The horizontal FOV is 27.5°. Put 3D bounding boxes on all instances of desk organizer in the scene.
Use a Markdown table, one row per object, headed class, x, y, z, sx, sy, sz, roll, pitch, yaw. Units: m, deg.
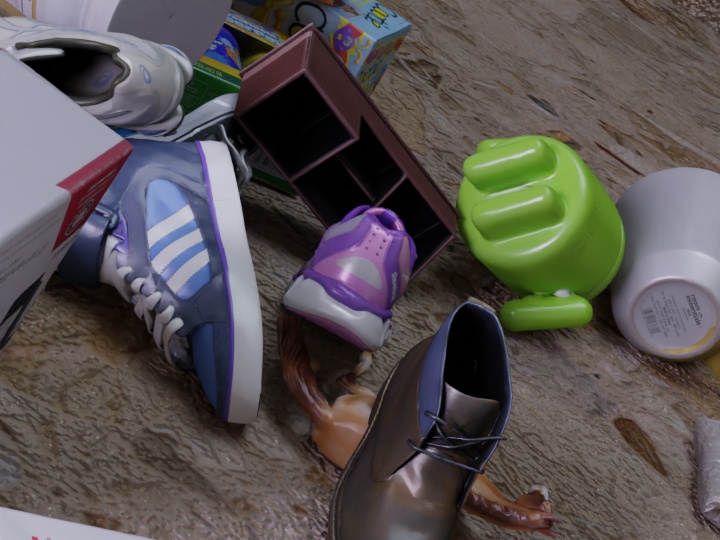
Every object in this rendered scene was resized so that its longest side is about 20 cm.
| class | x | y | z | sx | sy | sz | roll | pitch | yaw |
| --- | --- | --- | --- | --- | --- | --- | --- | --- | --- |
| desk organizer | -0.008 | -0.077 | 1.108 | 0.200 | 0.072 | 0.077 | 50 | 21 | -24 |

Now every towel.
| class | x | y | z | sx | sy | sz | roll | pitch | yaw |
| --- | --- | --- | --- | --- | --- | --- | --- | --- | --- |
| towel | 0.350 | 0.199 | 1.152 | 0.200 | 0.034 | 0.133 | 31 | 24 | -3 |

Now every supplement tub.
| class | x | y | z | sx | sy | sz | roll | pitch | yaw |
| --- | --- | --- | --- | --- | --- | --- | --- | --- | --- |
| supplement tub | -0.200 | -0.229 | 1.041 | 0.200 | 0.145 | 0.145 | 38 | 25 | 22 |

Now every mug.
| class | x | y | z | sx | sy | sz | roll | pitch | yaw |
| --- | --- | --- | --- | --- | --- | --- | --- | --- | --- |
| mug | 0.306 | 0.013 | 1.325 | 0.187 | 0.149 | 0.153 | 26 | 32 | 2 |

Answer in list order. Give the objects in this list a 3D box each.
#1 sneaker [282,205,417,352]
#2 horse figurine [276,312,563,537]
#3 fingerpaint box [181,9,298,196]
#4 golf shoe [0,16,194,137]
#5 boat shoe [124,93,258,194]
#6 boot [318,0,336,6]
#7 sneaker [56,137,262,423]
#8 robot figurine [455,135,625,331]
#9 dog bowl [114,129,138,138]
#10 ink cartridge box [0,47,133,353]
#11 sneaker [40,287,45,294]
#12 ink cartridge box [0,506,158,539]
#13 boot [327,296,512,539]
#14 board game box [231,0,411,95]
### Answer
| class | x | y | z | sx | sy | sz | roll | pitch | yaw |
| --- | --- | --- | --- | --- | --- | --- | --- | --- | --- |
| sneaker | 0.000 | 0.000 | 0.990 | 0.080 | 0.088 | 0.200 | 26 | 0 | -2 |
| horse figurine | 0.025 | 0.102 | 0.930 | 0.200 | 0.050 | 0.133 | 28 | 20 | -13 |
| fingerpaint box | -0.130 | -0.164 | 1.212 | 0.200 | 0.073 | 0.167 | 22 | 26 | -21 |
| golf shoe | -0.209 | -0.129 | 0.921 | 0.200 | 0.078 | 0.097 | 2 | -2 | 15 |
| boat shoe | -0.116 | -0.074 | 1.062 | 0.068 | 0.074 | 0.199 | 41 | 28 | 11 |
| boot | -0.088 | -0.270 | 1.267 | 0.155 | 0.077 | 0.200 | 39 | 37 | 5 |
| sneaker | -0.142 | 0.008 | 0.902 | 0.146 | 0.081 | 0.200 | -6 | 62 | -11 |
| robot figurine | 0.152 | -0.038 | 1.221 | 0.200 | 0.116 | 0.176 | 37 | 39 | -59 |
| dog bowl | -0.251 | -0.133 | 1.040 | 0.200 | 0.050 | 0.111 | 31 | 25 | -5 |
| ink cartridge box | -0.203 | 0.016 | 0.640 | 0.083 | 0.200 | 0.145 | 36 | 24 | -2 |
| sneaker | -0.236 | -0.033 | 0.849 | 0.146 | 0.077 | 0.202 | 64 | -4 | 1 |
| ink cartridge box | -0.072 | 0.191 | 0.604 | 0.200 | 0.084 | 0.144 | 18 | 29 | -28 |
| boot | 0.034 | 0.106 | 0.816 | 0.075 | 0.097 | 0.200 | 19 | 48 | -8 |
| board game box | -0.073 | -0.236 | 1.378 | 0.200 | 0.103 | 0.105 | 35 | 26 | 7 |
